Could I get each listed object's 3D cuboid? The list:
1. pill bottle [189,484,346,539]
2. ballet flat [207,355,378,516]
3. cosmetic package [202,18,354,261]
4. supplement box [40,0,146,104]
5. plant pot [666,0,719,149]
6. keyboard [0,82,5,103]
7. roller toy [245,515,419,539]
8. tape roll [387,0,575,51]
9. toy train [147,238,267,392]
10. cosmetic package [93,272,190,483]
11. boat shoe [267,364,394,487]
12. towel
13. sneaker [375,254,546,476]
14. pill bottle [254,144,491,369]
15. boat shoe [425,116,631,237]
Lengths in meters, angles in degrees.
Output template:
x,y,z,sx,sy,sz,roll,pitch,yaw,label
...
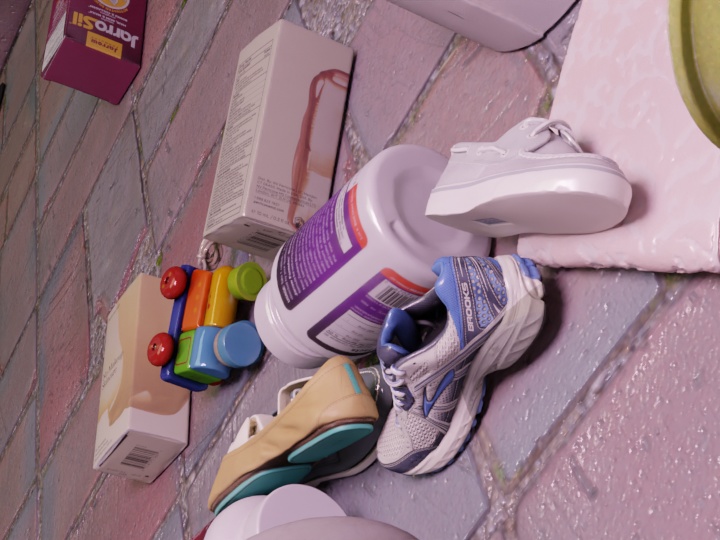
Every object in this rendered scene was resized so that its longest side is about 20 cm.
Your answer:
x,y,z,sx,sy,sz,roll,pitch,yaw,label
-0.089,0.244,0.985,0.200,0.112,0.114,-46,36,42,pill bottle
-0.056,0.127,0.975,0.200,0.068,0.064,-38,60,39,ballet flat
-0.078,-0.122,1.232,0.103,0.086,0.202,-19,57,60,cosmetic package
-0.418,-0.383,2.022,0.103,0.130,0.202,-44,37,42,supplement box
0.253,-0.104,0.485,0.184,0.199,0.202,39,108,50,plant pot
-0.890,-0.346,3.032,0.104,0.039,0.202,-35,43,50,keyboard
-0.016,0.254,0.761,0.140,0.197,0.184,-108,9,-51,roller toy
0.086,-0.283,0.955,0.203,0.138,0.205,-41,40,46,tape roll
-0.136,0.013,1.275,0.115,0.084,0.202,-16,59,47,toy train
-0.236,0.117,1.404,0.105,0.070,0.202,-47,35,41,cosmetic package
-0.036,0.126,1.015,0.200,0.061,0.074,-39,40,48,boat shoe
0.177,-0.093,0.772,0.200,0.032,0.193,2,76,66,towel
0.043,0.060,0.865,0.078,0.084,0.201,-103,31,-47,sneaker
0.000,0.000,0.971,0.200,0.110,0.113,-39,40,47,pill bottle
0.105,-0.061,0.796,0.200,0.071,0.069,172,113,-73,boat shoe
